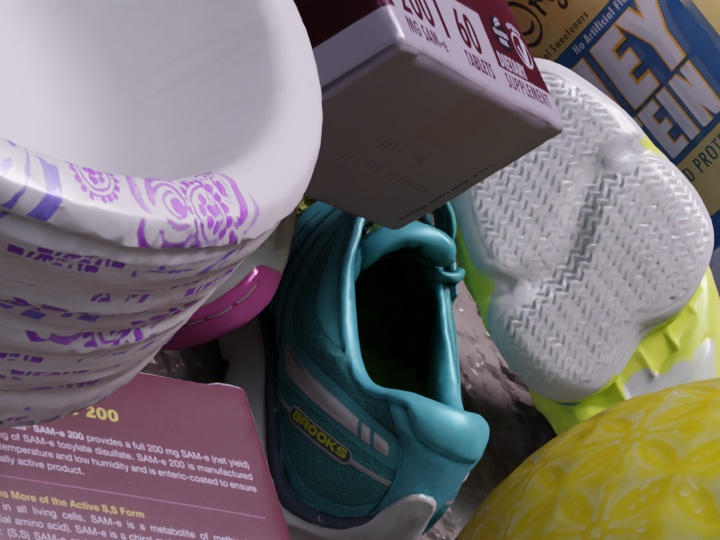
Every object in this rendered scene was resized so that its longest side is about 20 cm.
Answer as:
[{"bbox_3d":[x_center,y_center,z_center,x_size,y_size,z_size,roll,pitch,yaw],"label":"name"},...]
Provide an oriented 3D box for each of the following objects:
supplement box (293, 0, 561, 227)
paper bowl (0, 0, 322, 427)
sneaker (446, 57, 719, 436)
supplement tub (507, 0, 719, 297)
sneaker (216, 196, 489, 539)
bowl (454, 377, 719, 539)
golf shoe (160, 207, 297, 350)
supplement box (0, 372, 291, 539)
[{"bbox_3d":[-0.027,-0.119,0.719,0.109,0.061,0.201,19,44,-63],"label":"supplement box"},{"bbox_3d":[-0.114,-0.052,0.565,0.200,0.104,0.201,33,30,-22],"label":"paper bowl"},{"bbox_3d":[0.079,0.023,0.838,0.201,0.076,0.105,61,-4,-12],"label":"sneaker"},{"bbox_3d":[0.094,-0.101,0.947,0.200,0.145,0.145,40,33,-5],"label":"supplement tub"},{"bbox_3d":[0.000,0.000,0.790,0.077,0.080,0.201,20,39,-32],"label":"sneaker"},{"bbox_3d":[0.054,0.119,0.665,0.107,0.201,0.200,7,24,22],"label":"bowl"},{"bbox_3d":[-0.072,-0.065,0.766,0.092,0.075,0.200,67,3,-47],"label":"golf shoe"},{"bbox_3d":[-0.059,0.114,0.614,0.108,0.061,0.201,14,44,-38],"label":"supplement box"}]
